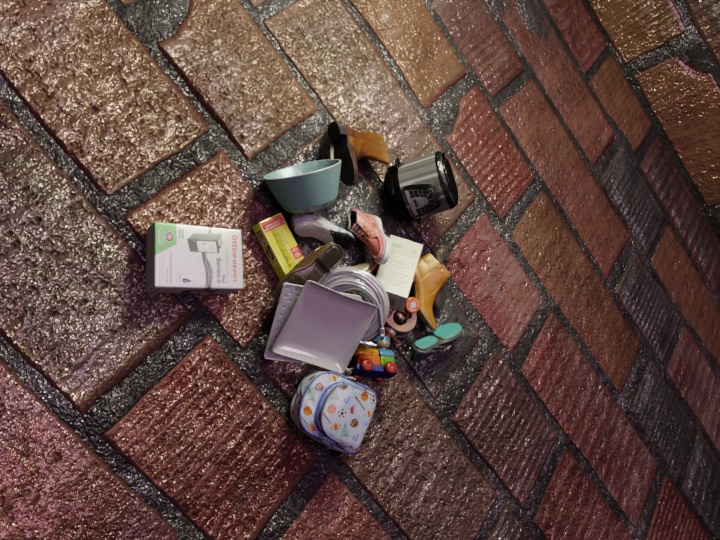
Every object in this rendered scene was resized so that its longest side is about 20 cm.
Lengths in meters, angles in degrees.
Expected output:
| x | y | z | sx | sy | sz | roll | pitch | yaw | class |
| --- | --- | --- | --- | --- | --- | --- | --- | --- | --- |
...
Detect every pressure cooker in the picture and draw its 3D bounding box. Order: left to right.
| x | y | z | sx | sy | sz | roll | pitch | yaw | class |
| --- | --- | --- | --- | --- | --- | --- | --- | --- | --- |
| 0.171 | -0.238 | 1.581 | 0.179 | 0.199 | 0.177 | 26 | 53 | -64 | pressure cooker |

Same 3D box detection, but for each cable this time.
| x | y | z | sx | sy | sz | roll | pitch | yaw | class |
| --- | --- | --- | --- | --- | --- | --- | --- | --- | --- |
| -0.025 | 0.087 | 1.377 | 0.199 | 0.069 | 0.201 | 9 | 107 | 2 | cable |

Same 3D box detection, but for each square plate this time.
| x | y | z | sx | sy | sz | roll | pitch | yaw | class |
| --- | --- | --- | --- | --- | --- | --- | --- | --- | --- |
| -0.085 | 0.135 | 1.294 | 0.200 | 0.028 | 0.199 | 22 | 104 | -25 | square plate |

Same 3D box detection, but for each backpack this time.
| x | y | z | sx | sy | sz | roll | pitch | yaw | class |
| --- | --- | --- | --- | --- | --- | --- | --- | --- | --- |
| -0.068 | 0.337 | 1.314 | 0.190 | 0.154 | 0.201 | 28 | 67 | -15 | backpack |

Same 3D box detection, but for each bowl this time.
| x | y | z | sx | sy | sz | roll | pitch | yaw | class |
| --- | --- | --- | --- | --- | --- | --- | --- | --- | --- |
| -0.136 | -0.210 | 1.380 | 0.200 | 0.200 | 0.105 | -27 | 113 | -35 | bowl |

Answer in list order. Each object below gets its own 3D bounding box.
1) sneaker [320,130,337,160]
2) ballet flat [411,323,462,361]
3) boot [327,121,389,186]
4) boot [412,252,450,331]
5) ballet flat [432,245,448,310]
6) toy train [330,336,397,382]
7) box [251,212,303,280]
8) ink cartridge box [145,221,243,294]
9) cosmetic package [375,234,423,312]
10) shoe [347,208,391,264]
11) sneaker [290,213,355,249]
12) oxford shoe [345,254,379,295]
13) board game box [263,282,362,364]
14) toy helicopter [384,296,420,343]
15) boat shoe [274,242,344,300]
| x | y | z | sx | sy | sz | roll | pitch | yaw | class |
| --- | --- | --- | --- | --- | --- | --- | --- | --- | --- |
| -0.054 | -0.288 | 1.507 | 0.106 | 0.075 | 0.201 | 13 | 71 | -32 | sneaker |
| 0.221 | 0.214 | 1.588 | 0.200 | 0.073 | 0.073 | -20 | 91 | -39 | ballet flat |
| 0.006 | -0.312 | 1.503 | 0.200 | 0.068 | 0.189 | 1 | 62 | -49 | boot |
| 0.210 | 0.060 | 1.585 | 0.144 | 0.071 | 0.202 | -33 | 92 | -11 | boot |
| 0.237 | 0.022 | 1.656 | 0.067 | 0.046 | 0.201 | 25 | 68 | -62 | ballet flat |
| -0.003 | 0.223 | 1.430 | 0.199 | 0.085 | 0.116 | 11 | 57 | -23 | toy train |
| -0.192 | -0.039 | 1.370 | 0.075 | 0.050 | 0.201 | -30 | 96 | -34 | box |
| -0.373 | -0.025 | 1.223 | 0.199 | 0.084 | 0.147 | 2 | 78 | -34 | ink cartridge box |
| 0.100 | 0.006 | 1.500 | 0.105 | 0.071 | 0.200 | 19 | 52 | 6 | cosmetic package |
| 0.019 | -0.095 | 1.474 | 0.091 | 0.072 | 0.200 | 19 | 32 | -25 | shoe |
| -0.096 | -0.110 | 1.445 | 0.200 | 0.072 | 0.073 | 19 | 42 | -37 | sneaker |
| 0.000 | 0.000 | 1.482 | 0.075 | 0.071 | 0.200 | 27 | 44 | 9 | oxford shoe |
| -0.117 | 0.133 | 1.313 | 0.199 | 0.026 | 0.201 | 11 | 108 | -22 | board game box |
| 0.064 | 0.128 | 1.507 | 0.199 | 0.079 | 0.133 | 13 | 81 | -20 | toy helicopter |
| -0.129 | 0.006 | 1.333 | 0.200 | 0.068 | 0.072 | -36 | 111 | -13 | boat shoe |
